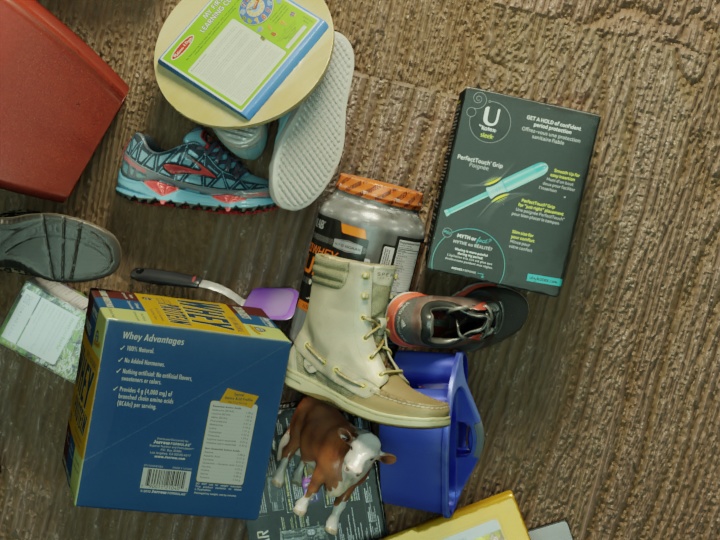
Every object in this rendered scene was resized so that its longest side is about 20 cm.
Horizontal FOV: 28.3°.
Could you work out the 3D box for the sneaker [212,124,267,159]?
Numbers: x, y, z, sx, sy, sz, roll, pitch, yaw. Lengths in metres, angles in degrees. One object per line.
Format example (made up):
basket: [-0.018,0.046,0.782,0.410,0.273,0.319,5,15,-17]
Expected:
sneaker: [-0.158,-0.209,1.592,0.074,0.082,0.200,-17,70,-4]

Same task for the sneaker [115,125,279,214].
sneaker: [-0.173,-0.113,1.595,0.200,0.079,0.096,7,93,1]

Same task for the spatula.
spatula: [-0.167,0.022,1.626,0.200,0.057,0.021,14,132,7]

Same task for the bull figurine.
bull figurine: [-0.033,0.203,1.525,0.065,0.200,0.121,27,96,-23]

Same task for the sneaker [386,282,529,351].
sneaker: [0.122,0.059,1.558,0.200,0.082,0.077,-6,100,-38]

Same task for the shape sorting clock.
shape sorting clock: [-0.125,-0.239,1.535,0.200,0.039,0.200,-3,68,8]

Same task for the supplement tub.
supplement tub: [0.000,0.000,1.578,0.122,0.123,0.200,14,95,0]

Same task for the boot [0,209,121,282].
boot: [-0.350,-0.030,1.571,0.200,0.151,0.073,1,95,3]

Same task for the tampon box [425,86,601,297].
tampon box: [0.162,-0.087,1.562,0.150,0.126,0.200,13,95,0]

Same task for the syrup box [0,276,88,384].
syrup box: [-0.300,0.087,1.615,0.200,0.081,0.079,29,96,-4]

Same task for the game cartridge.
game cartridge: [0.108,0.363,1.599,0.200,0.032,0.176,-21,83,0]

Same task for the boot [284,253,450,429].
boot: [0.017,0.071,1.463,0.200,0.072,0.155,17,95,32]

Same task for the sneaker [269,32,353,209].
sneaker: [-0.059,-0.162,1.578,0.074,0.082,0.200,20,83,-21]

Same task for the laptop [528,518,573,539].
laptop: [0.179,0.414,1.615,0.187,0.116,0.200,-17,95,3]

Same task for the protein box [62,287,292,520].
protein box: [-0.198,0.140,1.514,0.198,0.135,0.200,8,100,-19]

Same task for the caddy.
caddy: [0.084,0.178,1.564,0.105,0.141,0.200,5,129,10]

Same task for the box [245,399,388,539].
box: [-0.056,0.250,1.642,0.160,0.044,0.200,-9,95,3]

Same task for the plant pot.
plant pot: [-0.359,-0.181,1.546,0.176,0.200,0.200,29,96,-12]
